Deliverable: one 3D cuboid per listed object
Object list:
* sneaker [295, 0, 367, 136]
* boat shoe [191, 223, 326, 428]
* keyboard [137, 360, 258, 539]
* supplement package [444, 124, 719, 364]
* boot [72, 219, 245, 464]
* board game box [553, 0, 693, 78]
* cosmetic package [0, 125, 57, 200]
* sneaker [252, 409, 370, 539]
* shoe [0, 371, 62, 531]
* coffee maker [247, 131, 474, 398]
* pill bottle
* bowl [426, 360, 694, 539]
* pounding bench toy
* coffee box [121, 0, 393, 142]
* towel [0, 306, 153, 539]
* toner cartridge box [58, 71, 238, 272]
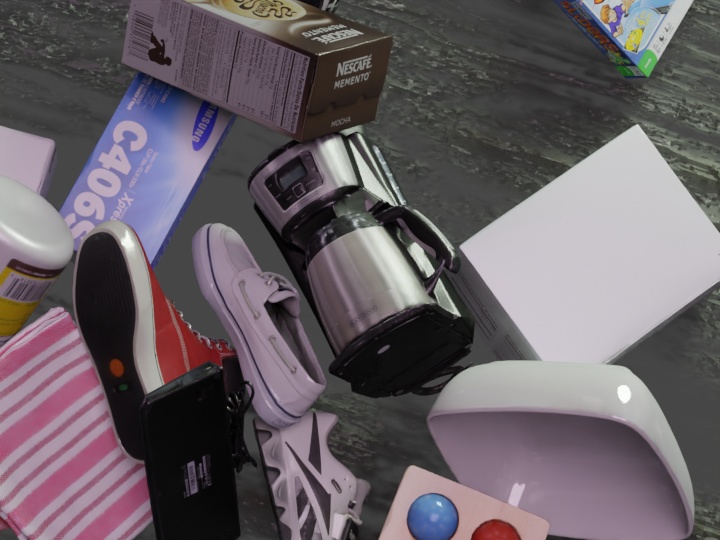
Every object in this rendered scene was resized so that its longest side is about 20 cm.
[{"bbox_3d":[-0.040,-0.201,1.665,0.073,0.112,0.200,-23,77,-41],"label":"sneaker"},{"bbox_3d":[-0.079,0.035,1.610,0.067,0.073,0.201,-37,65,26],"label":"boat shoe"},{"bbox_3d":[-0.135,0.155,1.553,0.104,0.201,0.040,-24,43,-26],"label":"keyboard"},{"bbox_3d":[0.199,0.000,1.650,0.200,0.111,0.156,-34,82,-14],"label":"supplement package"},{"bbox_3d":[-0.161,0.046,1.583,0.144,0.072,0.201,-23,103,-53],"label":"boot"},{"bbox_3d":[0.262,-0.297,1.738,0.135,0.034,0.200,40,73,-29],"label":"board game box"},{"bbox_3d":[-0.371,-0.084,1.628,0.199,0.074,0.102,17,75,-4],"label":"cosmetic package"},{"bbox_3d":[-0.029,0.213,1.589,0.088,0.074,0.201,-11,78,-7],"label":"sneaker"},{"bbox_3d":[-0.296,0.150,1.583,0.200,0.071,0.091,-39,117,-32],"label":"shoe"},{"bbox_3d":[0.000,0.000,1.613,0.134,0.192,0.201,-23,65,-7],"label":"coffee maker"},{"bbox_3d":[-0.330,0.025,1.550,0.109,0.109,0.200,41,109,5],"label":"pill bottle"},{"bbox_3d":[0.173,0.141,1.553,0.199,0.200,0.075,1,54,29],"label":"bowl"},{"bbox_3d":[0.058,0.280,1.532,0.124,0.156,0.201,21,78,5],"label":"pounding bench toy"},{"bbox_3d":[-0.088,-0.186,1.599,0.199,0.113,0.080,24,116,27],"label":"coffee box"},{"bbox_3d":[-0.244,0.149,1.552,0.146,0.030,0.200,-42,108,-26],"label":"towel"},{"bbox_3d":[-0.189,-0.089,1.663,0.095,0.043,0.201,26,74,0],"label":"toner cartridge box"}]
